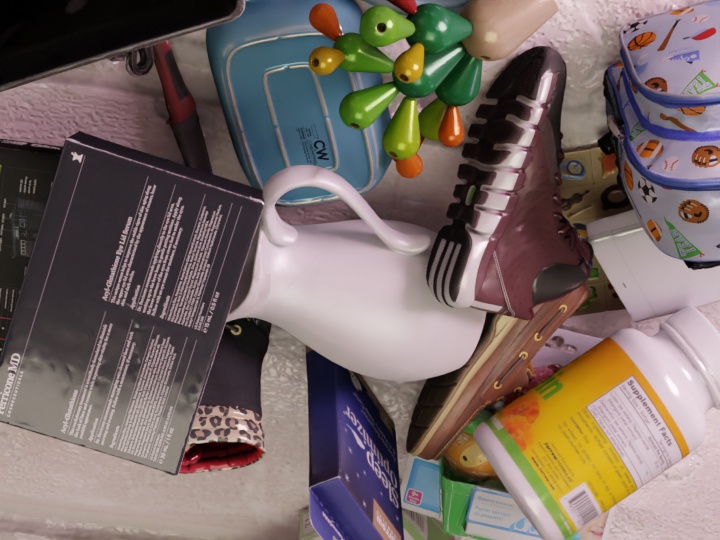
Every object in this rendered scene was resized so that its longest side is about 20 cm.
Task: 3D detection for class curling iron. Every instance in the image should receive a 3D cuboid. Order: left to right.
[{"bbox_3d":[-0.140,-0.113,1.291,0.050,0.026,0.200,-38,134,-18],"label":"curling iron"}]

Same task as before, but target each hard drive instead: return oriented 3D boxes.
[{"bbox_3d":[0.287,-0.023,1.340,0.200,0.026,0.132,-16,145,18],"label":"hard drive"}]

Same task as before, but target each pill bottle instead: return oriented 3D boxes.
[{"bbox_3d":[0.198,0.116,1.375,0.200,0.111,0.111,-34,125,-2],"label":"pill bottle"}]

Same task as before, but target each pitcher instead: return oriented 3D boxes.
[{"bbox_3d":[0.000,0.000,1.320,0.200,0.121,0.172,14,139,-17],"label":"pitcher"}]

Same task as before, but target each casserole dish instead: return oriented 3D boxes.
[{"bbox_3d":[-0.043,-0.119,1.284,0.121,0.039,0.200,-9,130,7],"label":"casserole dish"}]

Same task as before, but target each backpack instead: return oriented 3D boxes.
[{"bbox_3d":[0.262,-0.096,1.208,0.200,0.191,0.154,-16,132,11],"label":"backpack"}]

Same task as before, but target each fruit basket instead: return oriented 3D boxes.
[{"bbox_3d":[0.139,0.138,1.465,0.185,0.094,0.200,13,119,-1],"label":"fruit basket"}]

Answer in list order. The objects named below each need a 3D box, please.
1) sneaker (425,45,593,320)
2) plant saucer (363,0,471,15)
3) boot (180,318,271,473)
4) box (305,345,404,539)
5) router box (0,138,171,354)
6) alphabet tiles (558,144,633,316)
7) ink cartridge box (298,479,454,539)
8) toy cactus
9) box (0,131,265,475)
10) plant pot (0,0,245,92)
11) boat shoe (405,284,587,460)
[{"bbox_3d":[0.132,-0.056,1.288,0.115,0.076,0.200,19,96,-25],"label":"sneaker"},{"bbox_3d":[0.052,-0.251,1.183,0.200,0.027,0.200,0,131,0],"label":"plant saucer"},{"bbox_3d":[-0.166,0.077,1.364,0.203,0.154,0.074,-1,149,-3],"label":"boot"},{"bbox_3d":[-0.004,0.159,1.410,0.032,0.200,0.121,-21,127,16],"label":"box"},{"bbox_3d":[-0.223,0.008,1.280,0.150,0.062,0.200,8,98,-2],"label":"router box"},{"bbox_3d":[0.220,-0.035,1.379,0.200,0.006,0.167,-8,129,6],"label":"alphabet tiles"},{"bbox_3d":[-0.017,0.278,1.607,0.200,0.048,0.146,-26,125,20],"label":"ink cartridge box"},{"bbox_3d":[0.055,-0.152,1.208,0.165,0.102,0.200,-31,148,3],"label":"toy cactus"},{"bbox_3d":[-0.162,0.021,1.213,0.141,0.079,0.200,18,97,-8],"label":"box"},{"bbox_3d":[-0.194,-0.255,1.077,0.199,0.178,0.200,-16,129,11],"label":"plant pot"},{"bbox_3d":[0.107,0.075,1.392,0.068,0.072,0.200,29,106,-14],"label":"boat shoe"}]
